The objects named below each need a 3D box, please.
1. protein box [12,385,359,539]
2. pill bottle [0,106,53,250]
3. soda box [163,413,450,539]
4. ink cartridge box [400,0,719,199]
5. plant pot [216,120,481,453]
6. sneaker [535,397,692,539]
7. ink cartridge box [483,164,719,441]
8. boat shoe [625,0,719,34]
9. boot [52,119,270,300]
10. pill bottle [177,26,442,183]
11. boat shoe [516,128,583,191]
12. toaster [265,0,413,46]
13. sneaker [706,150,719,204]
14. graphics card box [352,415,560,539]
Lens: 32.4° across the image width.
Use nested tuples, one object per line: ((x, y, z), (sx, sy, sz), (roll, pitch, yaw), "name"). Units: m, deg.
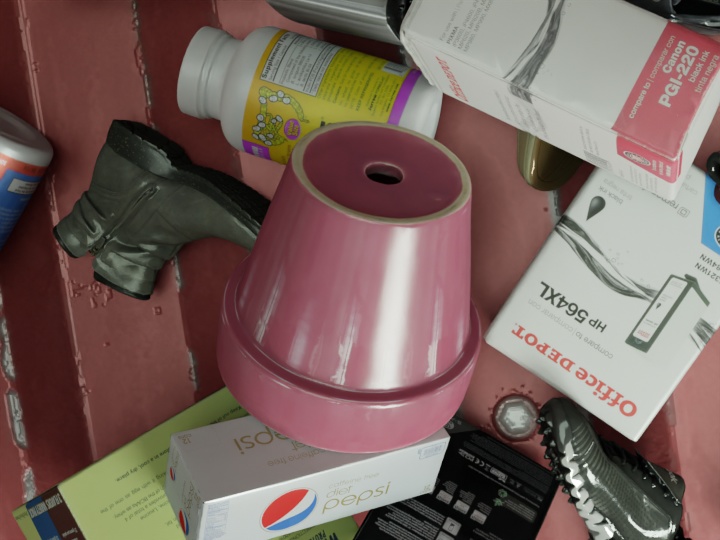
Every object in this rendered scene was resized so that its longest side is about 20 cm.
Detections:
((-0.126, 0.218, 0.972), (0.201, 0.198, 0.135), (60, 146, 1), "protein box")
((-0.356, -0.044, 1.054), (0.112, 0.112, 0.201), (33, 100, 7), "pill bottle")
((-0.038, 0.141, 0.906), (0.068, 0.199, 0.064), (54, 143, 40), "soda box")
((0.141, -0.138, 0.848), (0.199, 0.146, 0.085), (26, 90, 15), "ink cartridge box")
((0.000, 0.000, 0.898), (0.199, 0.200, 0.180), (18, 128, 9), "plant pot")
((0.205, 0.167, 0.971), (0.090, 0.067, 0.201), (-28, 115, 1), "sneaker")
((0.210, 0.009, 0.964), (0.146, 0.084, 0.201), (33, 99, 6), "ink cartridge box")
((0.214, -0.214, 0.910), (0.199, 0.068, 0.072), (11, 92, -19), "boat shoe")
((-0.157, -0.028, 1.048), (0.199, 0.068, 0.131), (32, 105, 14), "boot")
((-0.041, -0.132, 0.990), (0.199, 0.104, 0.105), (18, 98, 9), "pill bottle")
((0.152, -0.164, 0.975), (0.065, 0.072, 0.201), (17, 100, 49), "boat shoe")
((0.013, -0.259, 0.933), (0.118, 0.181, 0.201), (12, 96, 12), "toaster")
((0.298, -0.109, 0.898), (0.115, 0.076, 0.201), (-8, 62, -10), "sneaker")
((0.065, 0.209, 0.957), (0.125, 0.200, 0.051), (28, 136, 7), "graphics card box")
